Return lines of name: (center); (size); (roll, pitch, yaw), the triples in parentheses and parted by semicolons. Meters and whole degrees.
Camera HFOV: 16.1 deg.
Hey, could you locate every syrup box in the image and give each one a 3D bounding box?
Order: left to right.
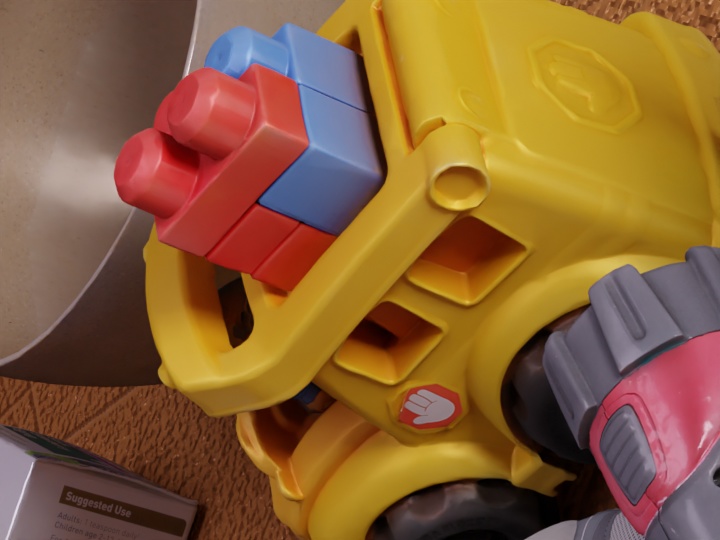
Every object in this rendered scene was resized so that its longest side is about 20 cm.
syrup box: (-0.144, 0.168, 1.017); (0.079, 0.081, 0.200); (16, 88, 58)

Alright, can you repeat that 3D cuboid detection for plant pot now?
plant pot: (-0.058, -0.042, 0.952); (0.200, 0.134, 0.200); (-34, 47, 45)

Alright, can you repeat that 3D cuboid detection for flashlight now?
flashlight: (0.114, 0.087, 0.653); (0.068, 0.068, 0.200); (-31, 55, 6)

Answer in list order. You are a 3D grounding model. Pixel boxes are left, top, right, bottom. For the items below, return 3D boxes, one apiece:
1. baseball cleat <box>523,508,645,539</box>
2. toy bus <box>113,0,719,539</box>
baseball cleat: (0.072, 0.156, 0.697); (0.106, 0.070, 0.200); (-27, 54, 41)
toy bus: (0.000, 0.000, 0.783); (0.200, 0.192, 0.136); (-48, 38, 34)
